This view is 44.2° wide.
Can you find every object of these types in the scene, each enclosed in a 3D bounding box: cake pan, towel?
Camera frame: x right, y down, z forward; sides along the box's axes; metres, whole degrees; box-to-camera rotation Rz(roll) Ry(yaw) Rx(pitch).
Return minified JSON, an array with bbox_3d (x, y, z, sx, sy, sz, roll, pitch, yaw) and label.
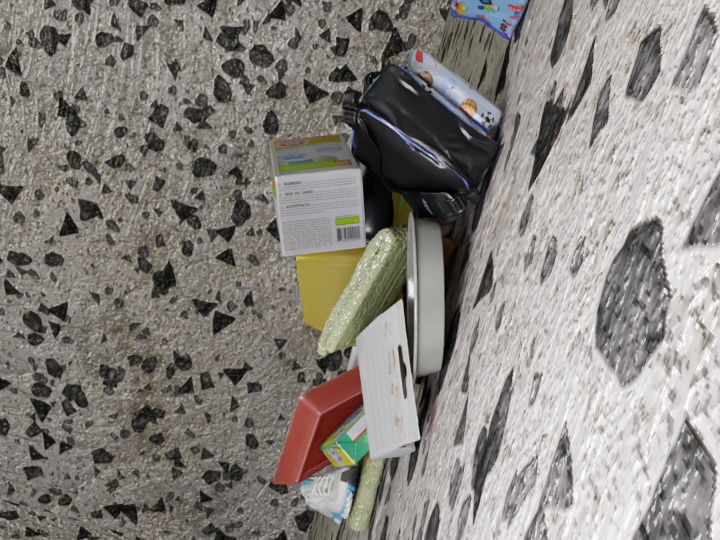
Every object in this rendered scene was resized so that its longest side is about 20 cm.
[{"bbox_3d":[0.076,0.032,1.056,0.200,0.036,0.206,0,-90,-89],"label":"cake pan"},{"bbox_3d":[0.018,0.021,1.202,0.148,0.036,0.202,-19,-38,-61],"label":"towel"},{"bbox_3d":[0.016,0.323,1.464,0.200,0.036,0.152,-78,3,-77],"label":"towel"}]

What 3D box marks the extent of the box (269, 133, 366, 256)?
[{"bbox_3d":[-0.061,-0.105,1.173,0.201,0.110,0.104,-109,14,-68],"label":"box"}]

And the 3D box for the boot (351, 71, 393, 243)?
[{"bbox_3d":[0.018,-0.157,1.259,0.169,0.074,0.205,102,169,-70],"label":"boot"}]

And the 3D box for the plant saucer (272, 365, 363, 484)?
[{"bbox_3d":[-0.042,0.252,1.448,0.198,0.037,0.203,-21,-41,-45],"label":"plant saucer"}]

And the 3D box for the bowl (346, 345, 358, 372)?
[{"bbox_3d":[0.035,0.125,1.618,0.201,0.088,0.206,-166,90,-89],"label":"bowl"}]

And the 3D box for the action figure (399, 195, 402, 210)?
[{"bbox_3d":[0.075,-0.202,1.314,0.119,0.053,0.203,119,154,-46],"label":"action figure"}]

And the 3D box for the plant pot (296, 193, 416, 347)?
[{"bbox_3d":[0.000,0.000,1.415,0.202,0.172,0.203,-74,-17,-50],"label":"plant pot"}]

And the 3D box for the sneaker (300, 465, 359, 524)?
[{"bbox_3d":[-0.054,0.358,1.432,0.201,0.085,0.076,110,178,-59],"label":"sneaker"}]

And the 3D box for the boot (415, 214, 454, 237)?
[{"bbox_3d":[0.114,-0.113,1.353,0.201,0.069,0.149,-77,0,-62],"label":"boot"}]

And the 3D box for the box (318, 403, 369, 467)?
[{"bbox_3d":[0.000,0.242,1.351,0.117,0.048,0.200,-42,-5,-18],"label":"box"}]

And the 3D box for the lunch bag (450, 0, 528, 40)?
[{"bbox_3d":[0.194,-0.422,1.101,0.151,0.092,0.204,98,-165,-78],"label":"lunch bag"}]

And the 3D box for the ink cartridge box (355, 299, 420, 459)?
[{"bbox_3d":[0.047,0.137,1.082,0.200,0.046,0.164,133,133,-67],"label":"ink cartridge box"}]

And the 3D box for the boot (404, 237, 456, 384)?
[{"bbox_3d":[0.073,0.053,1.258,0.188,0.067,0.205,112,173,-83],"label":"boot"}]

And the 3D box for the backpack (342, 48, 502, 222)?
[{"bbox_3d":[0.073,-0.164,1.098,0.155,0.199,0.190,-50,3,-15],"label":"backpack"}]
